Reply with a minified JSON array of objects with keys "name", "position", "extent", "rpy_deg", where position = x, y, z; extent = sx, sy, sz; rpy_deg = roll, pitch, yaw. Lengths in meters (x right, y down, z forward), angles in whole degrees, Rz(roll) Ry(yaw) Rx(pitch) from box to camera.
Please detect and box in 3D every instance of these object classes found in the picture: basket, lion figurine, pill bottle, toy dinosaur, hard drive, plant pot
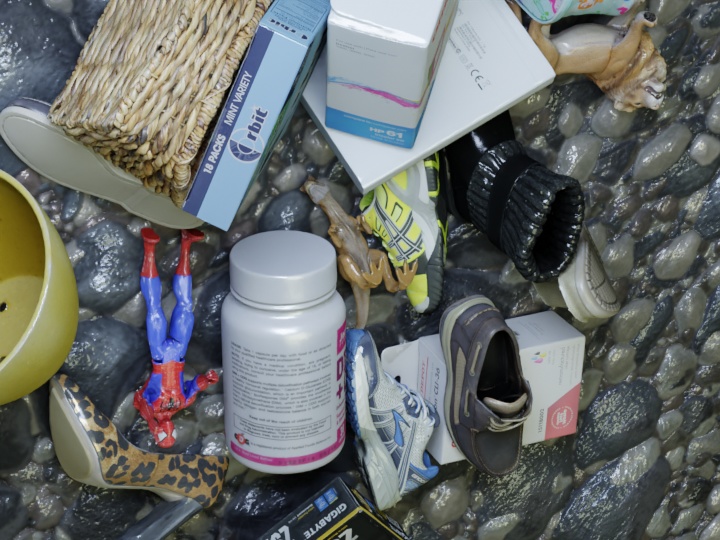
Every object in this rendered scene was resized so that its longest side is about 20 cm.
[{"name":"basket","position":[-0.121,-0.162,1.336],"extent":[0.149,0.143,0.200],"rpy_deg":[34,75,-34]},{"name":"lion figurine","position":[0.203,-0.204,1.571],"extent":[0.200,0.073,0.123],"rpy_deg":[5,141,-19]},{"name":"pill bottle","position":[-0.069,0.073,1.537],"extent":[0.113,0.113,0.200],"rpy_deg":[-12,120,-23]},{"name":"toy dinosaur","position":[0.000,0.000,1.561],"extent":[0.060,0.106,0.200],"rpy_deg":[-28,120,-27]},{"name":"hard drive","position":[0.051,-0.171,1.478],"extent":[0.200,0.132,0.027],"rpy_deg":[-31,168,-11]},{"name":"plant pot","position":[-0.305,0.031,1.359],"extent":[0.200,0.200,0.142],"rpy_deg":[-46,153,0]}]

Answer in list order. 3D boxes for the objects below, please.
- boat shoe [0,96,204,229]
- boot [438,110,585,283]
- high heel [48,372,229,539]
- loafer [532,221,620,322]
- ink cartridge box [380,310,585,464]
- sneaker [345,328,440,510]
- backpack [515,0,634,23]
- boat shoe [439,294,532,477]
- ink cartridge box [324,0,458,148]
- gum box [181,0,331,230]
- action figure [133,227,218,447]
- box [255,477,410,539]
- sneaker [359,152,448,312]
[{"name":"boat shoe","position":[-0.211,-0.101,1.418],"extent":[0.200,0.073,0.063],"rpy_deg":[27,57,-30]},{"name":"boot","position":[0.129,-0.106,1.524],"extent":[0.079,0.158,0.211],"rpy_deg":[-24,124,-16]},{"name":"high heel","position":[-0.202,0.152,1.555],"extent":[0.143,0.071,0.200],"rpy_deg":[-38,116,-35]},{"name":"loafer","position":[0.199,0.008,1.612],"extent":[0.068,0.200,0.076],"rpy_deg":[-28,101,11]},{"name":"ink cartridge box","position":[0.120,0.120,1.692],"extent":[0.200,0.067,0.117],"rpy_deg":[-11,119,-23]},{"name":"sneaker","position":[0.028,0.132,1.621],"extent":[0.085,0.077,0.200],"rpy_deg":[-20,124,-10]},{"name":"backpack","position":[0.168,-0.310,1.431],"extent":[0.150,0.178,0.200],"rpy_deg":[-15,131,-18]},{"name":"boat shoe","position":[0.122,0.121,1.606],"extent":[0.074,0.073,0.200],"rpy_deg":[-25,122,-16]},{"name":"ink cartridge box","position":[0.030,-0.207,1.367],"extent":[0.084,0.200,0.145],"rpy_deg":[16,72,5]},{"name":"gum box","position":[-0.069,-0.149,1.346],"extent":[0.044,0.200,0.170],"rpy_deg":[26,119,-1]},{"name":"action figure","position":[-0.161,0.071,1.483],"extent":[0.065,0.099,0.200],"rpy_deg":[-4,110,-24]},{"name":"box","position":[-0.058,0.300,1.658],"extent":[0.200,0.049,0.160],"rpy_deg":[-38,145,2]},{"name":"sneaker","position":[0.040,-0.048,1.573],"extent":[0.076,0.075,0.200],"rpy_deg":[-4,124,8]}]
